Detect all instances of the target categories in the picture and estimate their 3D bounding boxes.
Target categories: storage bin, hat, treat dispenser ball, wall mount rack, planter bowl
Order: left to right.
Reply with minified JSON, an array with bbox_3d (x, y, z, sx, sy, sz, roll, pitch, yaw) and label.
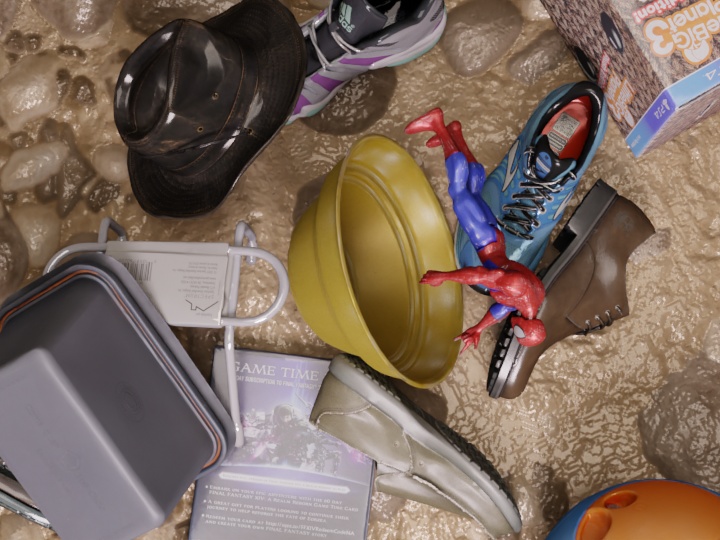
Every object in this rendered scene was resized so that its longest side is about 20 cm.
[{"bbox_3d":[-0.208,0.112,1.004,0.145,0.134,0.200,-28,104,18],"label":"storage bin"},{"bbox_3d":[-0.152,0.046,1.076,0.200,0.075,0.174,2,74,9],"label":"wall mount rack"},{"bbox_3d":[-0.141,-0.143,1.064,0.200,0.081,0.201,-21,56,35],"label":"hat"},{"bbox_3d":[0.000,0.000,1.058,0.083,0.200,0.201,-14,80,27],"label":"planter bowl"},{"bbox_3d":[0.220,0.253,0.988,0.200,0.201,0.201,0,81,0],"label":"treat dispenser ball"}]

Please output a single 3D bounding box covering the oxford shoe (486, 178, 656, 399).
[{"bbox_3d":[0.172,0.028,1.088,0.084,0.073,0.200,35,83,3],"label":"oxford shoe"}]

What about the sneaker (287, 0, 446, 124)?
[{"bbox_3d":[-0.021,-0.192,1.086,0.200,0.140,0.078,-30,83,-5],"label":"sneaker"}]

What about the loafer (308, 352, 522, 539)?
[{"bbox_3d":[0.041,0.149,1.069,0.200,0.075,0.070,40,96,-1],"label":"loafer"}]

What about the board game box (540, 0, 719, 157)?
[{"bbox_3d":[0.224,-0.213,1.081,0.097,0.159,0.200,-29,82,-4],"label":"board game box"}]

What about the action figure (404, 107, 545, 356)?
[{"bbox_3d":[0.075,-0.016,1.055,0.099,0.065,0.200,-36,65,19],"label":"action figure"}]

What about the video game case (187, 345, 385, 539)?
[{"bbox_3d":[-0.061,0.168,1.093,0.143,0.019,0.200,7,80,1],"label":"video game case"}]

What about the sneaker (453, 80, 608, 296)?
[{"bbox_3d":[0.137,-0.073,1.093,0.078,0.090,0.200,27,84,4],"label":"sneaker"}]

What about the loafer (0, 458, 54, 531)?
[{"bbox_3d":[-0.298,0.144,1.072,0.200,0.072,0.063,25,76,6],"label":"loafer"}]
